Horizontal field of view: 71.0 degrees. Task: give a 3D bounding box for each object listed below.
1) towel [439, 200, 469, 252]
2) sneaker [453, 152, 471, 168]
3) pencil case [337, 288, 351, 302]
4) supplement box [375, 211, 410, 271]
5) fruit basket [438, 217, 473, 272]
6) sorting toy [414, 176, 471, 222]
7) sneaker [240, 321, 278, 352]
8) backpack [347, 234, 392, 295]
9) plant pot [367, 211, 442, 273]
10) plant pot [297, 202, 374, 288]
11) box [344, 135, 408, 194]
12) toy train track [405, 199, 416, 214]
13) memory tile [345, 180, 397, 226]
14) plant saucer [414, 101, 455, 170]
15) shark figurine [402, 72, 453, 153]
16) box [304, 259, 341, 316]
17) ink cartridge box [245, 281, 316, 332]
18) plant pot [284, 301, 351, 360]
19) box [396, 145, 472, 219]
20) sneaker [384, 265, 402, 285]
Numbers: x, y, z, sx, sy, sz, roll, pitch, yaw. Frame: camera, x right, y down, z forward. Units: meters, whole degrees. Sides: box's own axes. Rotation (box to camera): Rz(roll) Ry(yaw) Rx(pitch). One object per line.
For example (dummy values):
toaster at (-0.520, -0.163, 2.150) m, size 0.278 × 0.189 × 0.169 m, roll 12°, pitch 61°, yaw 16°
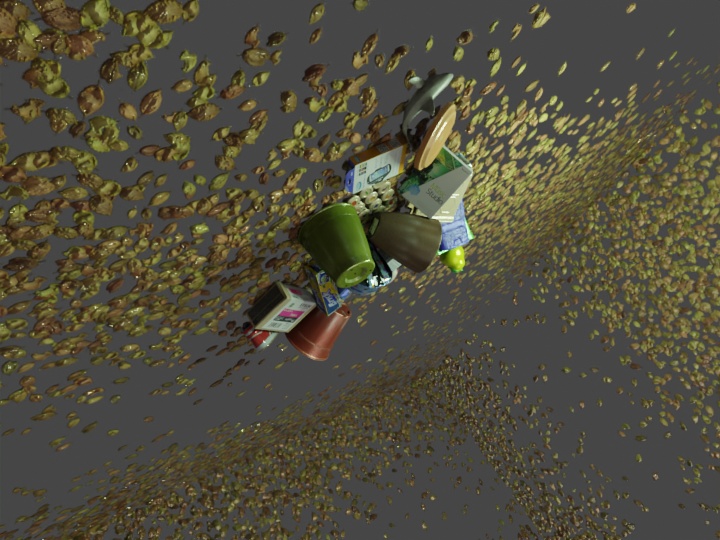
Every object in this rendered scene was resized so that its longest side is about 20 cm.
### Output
towel at (0.329, -0.179, 1.836) m, size 0.147 × 0.201 × 0.049 m, roll -22°, pitch -164°, yaw -30°
sneaker at (0.274, -0.284, 1.612) m, size 0.200 × 0.087 × 0.075 m, roll -48°, pitch 137°, yaw 8°
pencil case at (-0.028, 0.030, 1.848) m, size 0.200 × 0.078 × 0.087 m, roll -44°, pitch -176°, yaw 15°
supplement box at (0.145, -0.100, 1.821) m, size 0.200 × 0.101 × 0.103 m, roll -40°, pitch 156°, yaw 9°
fruit basket at (0.333, -0.097, 1.951) m, size 0.214 × 0.155 × 0.217 m, roll -12°, pitch 113°, yaw -30°
sorting toy at (0.278, -0.260, 1.721) m, size 0.184 × 0.036 × 0.201 m, roll -4°, pitch 124°, yaw -34°
sneaker at (-0.353, 0.207, 1.772) m, size 0.071 × 0.113 × 0.200 m, roll -41°, pitch -175°, yaw 7°
backpack at (0.000, 0.000, 1.688) m, size 0.182 × 0.200 × 0.135 m, roll -17°, pitch 149°, yaw -38°
plant pot at (0.129, -0.111, 1.633) m, size 0.199 × 0.188 × 0.187 m, roll 19°, pitch 130°, yaw -18°
plant pot at (-0.055, -0.061, 1.495) m, size 0.199 × 0.194 × 0.201 m, roll -25°, pitch 155°, yaw -13°
box at (0.036, -0.291, 1.413) m, size 0.199 × 0.042 × 0.119 m, roll -25°, pitch 154°, yaw -19°
toy train track at (0.191, -0.223, 1.744) m, size 0.200 × 0.032 × 0.115 m, roll 4°, pitch 113°, yaw -64°
memory tile at (0.039, -0.216, 1.577) m, size 0.153 × 0.017 × 0.200 m, roll -38°, pitch 155°, yaw 4°
plant saucer at (0.213, -0.370, 1.412) m, size 0.201 × 0.032 × 0.200 m, roll -56°, pitch 170°, yaw -15°
shark figurine at (0.157, -0.410, 1.305) m, size 0.128 × 0.090 × 0.215 m, roll -7°, pitch 141°, yaw -45°
box at (-0.124, 0.056, 1.695) m, size 0.064 × 0.070 × 0.201 m, roll -36°, pitch 137°, yaw -23°
ink cartridge box at (-0.263, 0.129, 1.721) m, size 0.165 × 0.075 × 0.200 m, roll -42°, pitch 155°, yaw 15°
plant pot at (-0.147, 0.192, 1.871) m, size 0.196 × 0.201 × 0.200 m, roll -53°, pitch 152°, yaw 16°
box at (0.230, -0.279, 1.573) m, size 0.200 × 0.144 × 0.036 m, roll -49°, pitch -173°, yaw 24°
sneaker at (0.112, -0.023, 1.963) m, size 0.074 × 0.081 × 0.200 m, roll 13°, pitch 132°, yaw -23°
